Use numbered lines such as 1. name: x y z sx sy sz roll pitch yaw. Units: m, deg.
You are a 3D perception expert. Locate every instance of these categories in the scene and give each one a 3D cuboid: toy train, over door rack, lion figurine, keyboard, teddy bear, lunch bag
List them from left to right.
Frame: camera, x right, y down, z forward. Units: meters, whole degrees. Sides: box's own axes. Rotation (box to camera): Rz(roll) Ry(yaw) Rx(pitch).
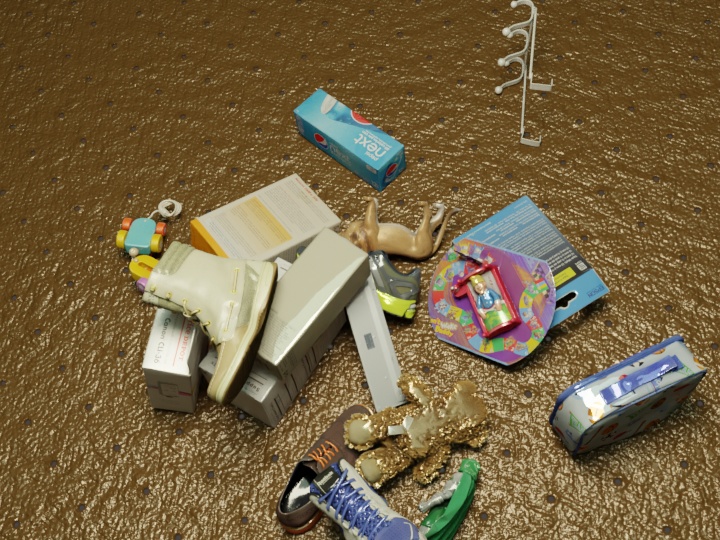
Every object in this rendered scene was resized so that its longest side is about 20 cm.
1. toy train: -0.303 -0.022 1.323 0.150 0.056 0.200 -24 55 -24
2. keyboard: 0.018 0.099 1.177 0.056 0.011 0.200 -15 85 -28
3. lion figurine: 0.054 -0.050 1.284 0.200 0.072 0.123 4 94 1
4. teddy bear: 0.075 0.218 1.124 0.200 0.067 0.145 -36 79 -16
5. over door rack: 0.267 -0.330 1.379 0.066 0.148 0.200 -4 59 2
6. lunch bag: 0.350 0.162 1.079 0.200 0.160 0.076 -25 61 -7

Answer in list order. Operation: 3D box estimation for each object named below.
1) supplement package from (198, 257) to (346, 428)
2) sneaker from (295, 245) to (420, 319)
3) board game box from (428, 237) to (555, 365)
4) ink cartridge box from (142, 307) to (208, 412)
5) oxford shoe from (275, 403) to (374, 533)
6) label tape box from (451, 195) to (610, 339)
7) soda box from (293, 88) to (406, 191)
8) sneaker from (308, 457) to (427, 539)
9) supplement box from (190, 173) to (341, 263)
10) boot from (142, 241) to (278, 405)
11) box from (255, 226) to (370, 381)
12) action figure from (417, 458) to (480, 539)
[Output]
1. supplement package: -0.122 0.104 1.193 0.114 0.110 0.200 27 66 19
2. sneaker: 0.000 0.000 1.234 0.200 0.074 0.081 22 96 -2
3. board game box: 0.176 0.041 1.179 0.200 0.039 0.158 20 94 34
4. ink cartridge box: -0.254 0.109 1.147 0.067 0.200 0.117 10 60 -5
5. oxford shoe: -0.043 0.261 1.115 0.071 0.073 0.200 25 66 20
6. label tape box: 0.251 0.003 1.238 0.143 0.066 0.200 -31 64 -11
7. soda box: -0.019 -0.223 1.397 0.200 0.064 0.068 38 71 23
8. sneaker: -0.006 0.298 1.007 0.115 0.199 0.081 45 81 -18
9. supplement box: -0.147 -0.054 1.284 0.200 0.074 0.126 -28 60 -27
10. boot: -0.199 0.061 1.029 0.154 0.072 0.200 14 60 1
11. box: -0.076 0.044 1.116 0.082 0.068 0.200 35 71 19
12. action figure: 0.100 0.324 1.058 0.055 0.118 0.200 23 56 27
